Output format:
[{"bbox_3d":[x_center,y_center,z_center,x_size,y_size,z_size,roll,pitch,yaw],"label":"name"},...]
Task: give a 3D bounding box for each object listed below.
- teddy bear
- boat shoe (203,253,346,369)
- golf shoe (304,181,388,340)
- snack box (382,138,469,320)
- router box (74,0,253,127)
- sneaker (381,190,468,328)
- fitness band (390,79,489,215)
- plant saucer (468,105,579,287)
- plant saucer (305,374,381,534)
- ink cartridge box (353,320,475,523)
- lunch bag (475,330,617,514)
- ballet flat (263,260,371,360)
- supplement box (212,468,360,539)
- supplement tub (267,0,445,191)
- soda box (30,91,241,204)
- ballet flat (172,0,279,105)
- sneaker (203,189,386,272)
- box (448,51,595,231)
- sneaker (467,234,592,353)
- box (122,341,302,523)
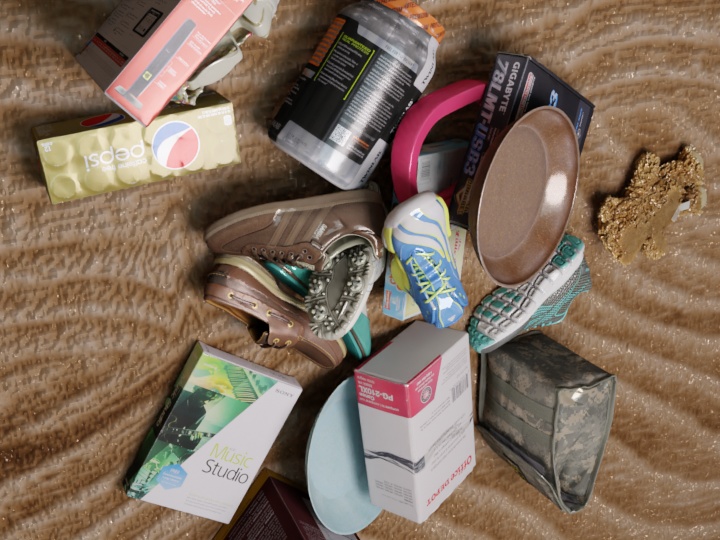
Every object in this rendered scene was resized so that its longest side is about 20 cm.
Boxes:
[{"bbox_3d":[0.392,-0.089,1.295,0.200,0.067,0.145,-45,131,-10],"label":"teddy bear"},{"bbox_3d":[-0.101,0.060,1.105,0.200,0.072,0.068,41,59,-26],"label":"boat shoe"},{"bbox_3d":[0.000,0.000,1.093,0.097,0.078,0.201,51,47,-47],"label":"golf shoe"},{"bbox_3d":[0.082,-0.050,1.151,0.116,0.037,0.202,-17,119,-47],"label":"snack box"},{"bbox_3d":[-0.177,-0.234,0.888,0.049,0.200,0.180,40,91,-30],"label":"router box"},{"bbox_3d":[0.080,-0.004,1.008,0.075,0.105,0.200,-32,159,-6],"label":"sneaker"},{"bbox_3d":[0.100,-0.134,1.071,0.200,0.037,0.145,-32,129,-43],"label":"fitness band"},{"bbox_3d":[0.174,-0.082,1.053,0.200,0.036,0.202,-23,122,-43],"label":"plant saucer"},{"bbox_3d":[-0.015,0.226,1.209,0.200,0.038,0.203,-10,102,-52],"label":"plant saucer"},{"bbox_3d":[0.073,0.188,1.206,0.145,0.084,0.202,-33,125,-46],"label":"ink cartridge box"},{"bbox_3d":[0.238,0.205,1.275,0.117,0.164,0.202,-10,114,-26],"label":"lunch bag"},{"bbox_3d":[-0.033,0.025,1.140,0.071,0.067,0.200,-51,124,-15],"label":"ballet flat"},{"bbox_3d":[-0.095,0.396,1.178,0.132,0.200,0.198,34,94,-31],"label":"supplement box"},{"bbox_3d":[-0.001,-0.195,1.030,0.122,0.123,0.201,29,97,-31],"label":"supplement tub"},{"bbox_3d":[-0.229,-0.128,0.986,0.198,0.064,0.068,-15,116,-18],"label":"soda box"},{"bbox_3d":[-0.132,-0.242,0.975,0.200,0.064,0.076,-48,155,-5],"label":"ballet flat"},{"bbox_3d":[-0.069,-0.033,1.025,0.198,0.070,0.076,-12,78,6],"label":"sneaker"},{"bbox_3d":[0.192,-0.128,1.125,0.198,0.049,0.202,15,92,-55],"label":"box"},{"bbox_3d":[0.231,0.049,1.265,0.200,0.078,0.091,-40,125,-3],"label":"sneaker"},{"bbox_3d":[-0.177,0.199,1.158,0.144,0.036,0.201,24,98,-30],"label":"box"}]
